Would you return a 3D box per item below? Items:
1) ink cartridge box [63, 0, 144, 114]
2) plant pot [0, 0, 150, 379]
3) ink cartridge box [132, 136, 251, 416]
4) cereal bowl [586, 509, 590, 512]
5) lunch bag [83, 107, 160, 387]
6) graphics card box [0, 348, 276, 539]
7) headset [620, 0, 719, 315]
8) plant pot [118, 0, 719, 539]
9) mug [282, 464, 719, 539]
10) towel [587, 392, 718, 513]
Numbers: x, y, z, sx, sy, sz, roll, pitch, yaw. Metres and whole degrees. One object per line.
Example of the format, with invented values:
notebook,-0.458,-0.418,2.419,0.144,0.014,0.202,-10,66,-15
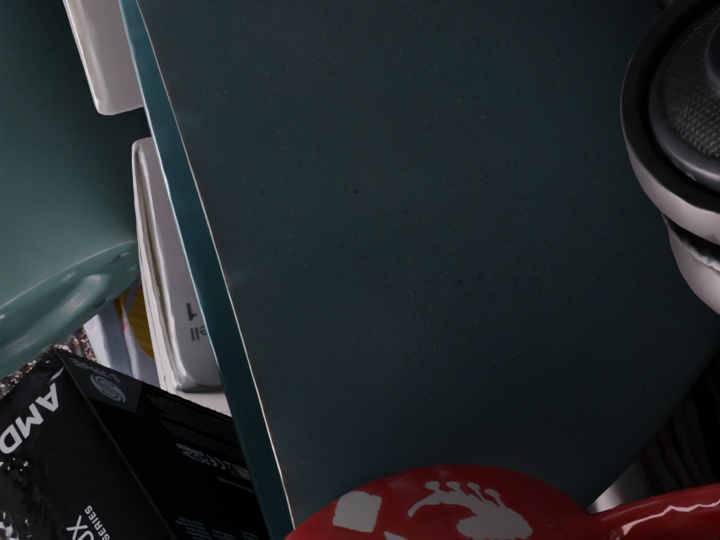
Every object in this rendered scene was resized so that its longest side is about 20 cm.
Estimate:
ink cartridge box,-0.047,-0.153,1.038,0.200,0.144,0.084,-112,8,-54
plant pot,-0.170,-0.041,1.135,0.161,0.200,0.201,56,171,9
ink cartridge box,0.000,0.000,1.007,0.200,0.145,0.085,113,145,-80
cereal bowl,0.000,0.095,1.050,0.200,0.199,0.084,137,126,-84
lunch bag,-0.040,-0.006,1.270,0.200,0.169,0.128,-113,10,-47
graphics card box,-0.024,0.119,0.858,0.125,0.051,0.200,25,-155,-55
headset,0.102,0.004,0.519,0.200,0.094,0.124,-79,-28,-68
plant pot,0.023,-0.011,0.798,0.200,0.134,0.201,164,90,-84
mug,0.062,0.124,0.648,0.134,0.177,0.200,65,175,-28
towel,0.112,0.123,0.904,0.149,0.031,0.201,83,167,-70
